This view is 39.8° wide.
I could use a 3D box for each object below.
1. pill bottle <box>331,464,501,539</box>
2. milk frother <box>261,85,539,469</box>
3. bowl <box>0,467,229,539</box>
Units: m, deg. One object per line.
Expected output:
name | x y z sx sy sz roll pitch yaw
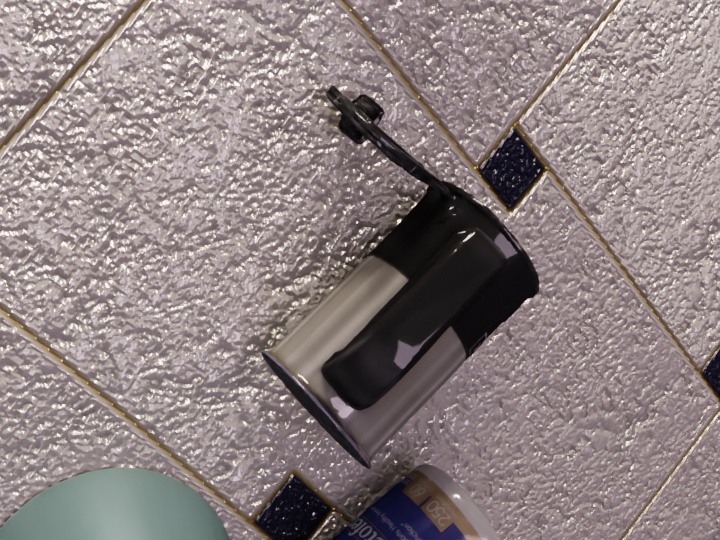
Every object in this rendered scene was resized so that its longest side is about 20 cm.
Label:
pill bottle | 0.013 0.257 0.776 0.199 0.115 0.117 -37 113 -15
milk frother | 0.000 0.000 0.727 0.188 0.181 0.200 -44 72 -12
bowl | -0.167 0.252 0.695 0.198 0.105 0.205 -5 102 -26
